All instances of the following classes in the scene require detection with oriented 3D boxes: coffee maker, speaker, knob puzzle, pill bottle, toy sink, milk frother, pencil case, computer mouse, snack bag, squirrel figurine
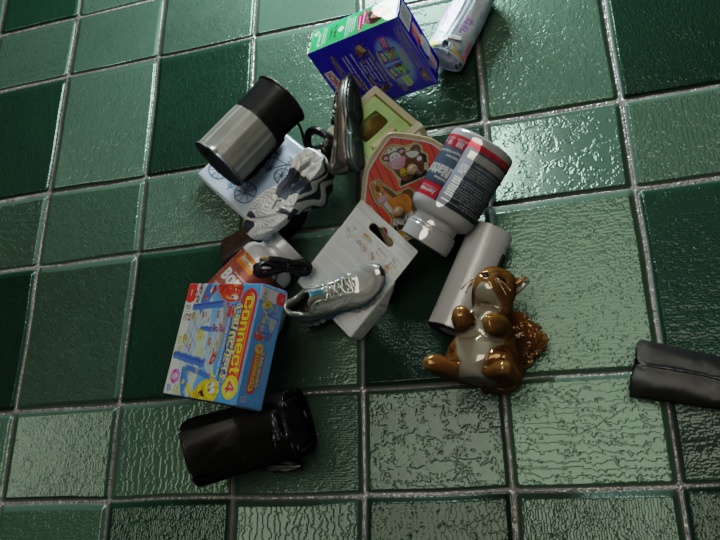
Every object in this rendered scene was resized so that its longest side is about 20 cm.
[{"bbox_3d":[-0.199,0.276,1.231,0.200,0.192,0.135,-19,62,10],"label":"coffee maker"},{"bbox_3d":[0.191,0.016,1.263,0.081,0.081,0.200,19,76,23],"label":"speaker"},{"bbox_3d":[0.091,-0.156,1.312,0.220,0.220,0.030,-24,23,8],"label":"knob puzzle"},{"bbox_3d":[0.160,-0.130,1.249,0.120,0.120,0.200,32,92,25],"label":"pill bottle"},{"bbox_3d":[-0.206,0.019,1.374,0.200,0.112,0.112,-46,64,-2],"label":"pill bottle"},{"bbox_3d":[0.056,-0.232,1.383,0.130,0.112,0.200,-42,64,0],"label":"toy sink"},{"bbox_3d":[-0.172,-0.234,1.402,0.200,0.181,0.188,34,77,31],"label":"milk frother"},{"bbox_3d":[0.202,-0.496,1.448,0.083,0.091,0.200,22,78,24],"label":"pencil case"},{"bbox_3d":[-0.162,0.069,1.328,0.044,0.110,0.200,41,119,49],"label":"computer mouse"},{"bbox_3d":[-0.218,-0.218,1.518,0.189,0.021,0.200,40,83,25],"label":"snack bag"},{"bbox_3d":[0.216,0.096,1.175,0.141,0.200,0.187,-4,64,37],"label":"squirrel figurine"}]

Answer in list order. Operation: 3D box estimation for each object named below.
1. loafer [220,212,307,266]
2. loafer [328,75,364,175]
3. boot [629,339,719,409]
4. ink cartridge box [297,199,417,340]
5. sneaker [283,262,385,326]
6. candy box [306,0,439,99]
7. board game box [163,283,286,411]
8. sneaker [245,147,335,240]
[{"bbox_3d":[-0.198,-0.083,1.431,0.200,0.073,0.071,-32,62,2],"label":"loafer"},{"bbox_3d":[-0.034,-0.267,1.333,0.063,0.072,0.200,-13,65,23],"label":"loafer"},{"bbox_3d":[0.508,0.200,1.099,0.200,0.066,0.165,13,66,19],"label":"boot"},{"bbox_3d":[0.000,0.000,1.325,0.200,0.057,0.163,-50,63,9],"label":"ink cartridge box"},{"bbox_3d":[-0.049,0.043,1.271,0.200,0.087,0.075,-28,68,22],"label":"sneaker"},{"bbox_3d":[0.026,-0.410,1.402,0.200,0.169,0.077,-13,49,28],"label":"candy box"},{"bbox_3d":[-0.229,0.123,1.218,0.196,0.056,0.200,-2,72,41],"label":"board game box"},{"bbox_3d":[-0.119,-0.127,1.359,0.079,0.130,0.199,36,92,24],"label":"sneaker"}]
